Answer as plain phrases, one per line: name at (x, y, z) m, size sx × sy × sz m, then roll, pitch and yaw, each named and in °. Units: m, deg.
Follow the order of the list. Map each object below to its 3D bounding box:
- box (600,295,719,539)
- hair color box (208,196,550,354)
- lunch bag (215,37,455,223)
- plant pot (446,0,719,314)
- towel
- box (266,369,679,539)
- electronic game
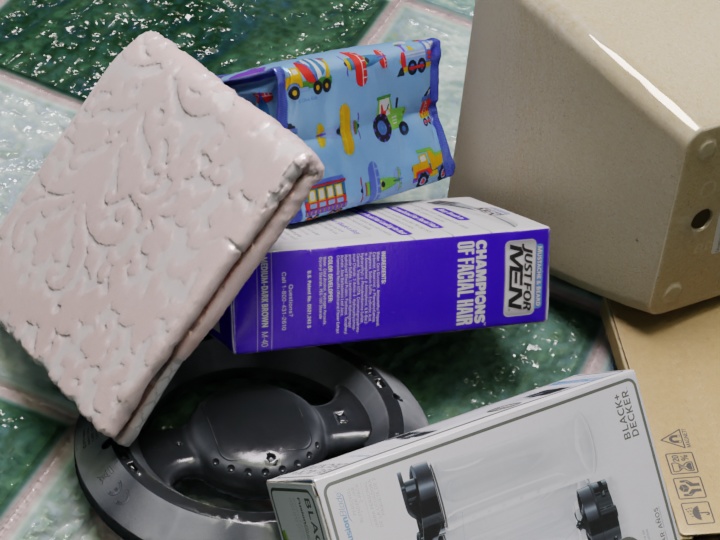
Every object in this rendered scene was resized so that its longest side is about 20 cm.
box at (0.242, 0.080, 1.034) m, size 0.163 × 0.021 × 0.200 m, roll -4°, pitch 42°, yaw -5°
hair color box at (0.000, 0.000, 1.038) m, size 0.200 × 0.065 × 0.109 m, roll -7°, pitch 14°, yaw -22°
lunch bag at (-0.067, -0.089, 1.110) m, size 0.200 × 0.094 × 0.151 m, roll 3°, pitch 14°, yaw 41°
plant pot at (0.194, -0.088, 1.097) m, size 0.200 × 0.200 × 0.177 m, roll -16°, pitch 42°, yaw -26°
towel at (-0.126, -0.024, 0.984) m, size 0.032 × 0.191 × 0.200 m, roll 32°, pitch 5°, yaw -43°
box at (0.062, 0.132, 0.910) m, size 0.200 × 0.060 × 0.117 m, roll -17°, pitch 93°, yaw -27°
electronic game at (-0.059, 0.097, 0.977) m, size 0.200 × 0.042 × 0.200 m, roll 4°, pitch 37°, yaw -3°
